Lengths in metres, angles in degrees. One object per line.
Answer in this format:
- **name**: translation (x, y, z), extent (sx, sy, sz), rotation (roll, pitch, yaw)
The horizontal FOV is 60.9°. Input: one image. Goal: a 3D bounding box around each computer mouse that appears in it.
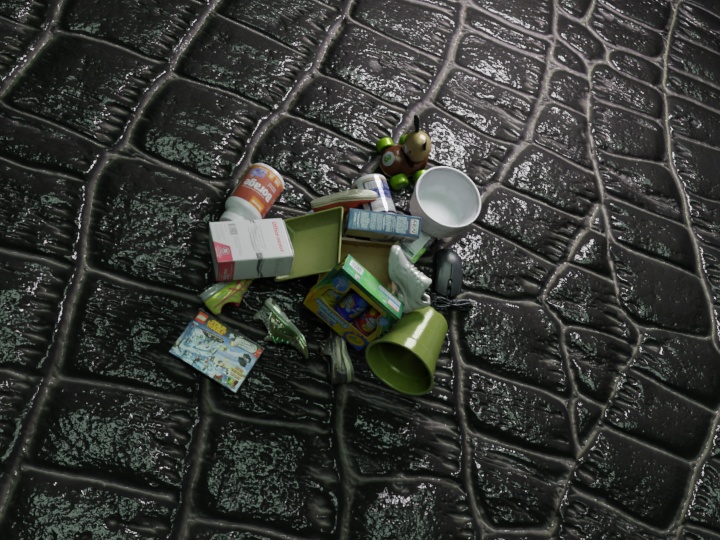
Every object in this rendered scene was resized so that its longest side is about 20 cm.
- **computer mouse**: translation (0.267, 0.019, 1.812), extent (0.137, 0.053, 0.201), rotation (4, 67, -12)

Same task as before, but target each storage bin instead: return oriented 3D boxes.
- **storage bin**: translation (0.000, 0.000, 1.691), extent (0.199, 0.094, 0.200), rotation (6, 65, 13)

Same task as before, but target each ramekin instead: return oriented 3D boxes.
- **ramekin**: translation (0.236, -0.189, 1.774), extent (0.199, 0.105, 0.201), rotation (6, 65, -14)

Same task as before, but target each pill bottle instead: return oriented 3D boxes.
- **pill bottle**: translation (-0.307, -0.195, 1.719), extent (0.112, 0.112, 0.201), rotation (29, 64, -1)
- **pill bottle**: translation (0.048, -0.172, 1.803), extent (0.110, 0.111, 0.201), rotation (-9, 71, -18)

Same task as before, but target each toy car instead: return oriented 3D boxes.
- **toy car**: translation (0.152, -0.370, 1.864), extent (0.157, 0.200, 0.165), rotation (-13, 71, -19)

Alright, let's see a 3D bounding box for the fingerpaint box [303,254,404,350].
- **fingerpaint box**: translation (-0.017, 0.086, 1.573), extent (0.200, 0.167, 0.073), rotation (42, 33, -12)

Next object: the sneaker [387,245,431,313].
- **sneaker**: translation (0.134, 0.016, 1.600), extent (0.099, 0.201, 0.078), rotation (-10, 31, 21)

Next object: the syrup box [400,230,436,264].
- **syrup box**: translation (0.176, -0.098, 1.822), extent (0.079, 0.081, 0.200), rotation (41, 65, 4)

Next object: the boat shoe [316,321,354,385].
- **boat shoe**: translation (-0.076, 0.208, 1.632), extent (0.073, 0.075, 0.201), rotation (-12, 70, -19)

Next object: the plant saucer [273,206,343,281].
- **plant saucer**: translation (-0.132, -0.062, 1.675), extent (0.198, 0.048, 0.201), rotation (-11, 57, 22)

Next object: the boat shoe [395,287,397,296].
- **boat shoe**: translation (0.056, 0.080, 1.725), extent (0.199, 0.068, 0.072), rotation (-32, 80, -22)

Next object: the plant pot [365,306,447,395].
- **plant pot**: translation (0.144, 0.195, 1.645), extent (0.200, 0.200, 0.190), rotation (36, 52, 2)

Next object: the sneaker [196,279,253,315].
- **sneaker**: translation (-0.335, 0.049, 1.640), extent (0.199, 0.078, 0.091), rotation (-32, 104, -29)

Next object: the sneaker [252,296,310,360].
- **sneaker**: translation (-0.211, 0.170, 1.624), extent (0.088, 0.077, 0.200), rotation (-39, 76, -12)

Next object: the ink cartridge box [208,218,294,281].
- **ink cartridge box**: translation (-0.288, -0.057, 1.609), extent (0.199, 0.085, 0.146), rotation (-6, 51, -19)

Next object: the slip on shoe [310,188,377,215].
- **slip on shoe**: translation (-0.044, -0.190, 1.757), extent (0.199, 0.074, 0.062), rotation (-11, 112, 14)

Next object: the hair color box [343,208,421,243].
- **hair color box**: translation (0.059, -0.122, 1.683), extent (0.199, 0.100, 0.061), rotation (7, 84, -7)

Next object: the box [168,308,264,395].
- **box**: translation (-0.368, 0.208, 1.574), extent (0.199, 0.040, 0.137), rotation (32, 65, 0)

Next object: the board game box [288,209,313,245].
- **board game box**: translation (-0.153, -0.102, 1.772), extent (0.103, 0.019, 0.200), rotation (45, 64, 8)
